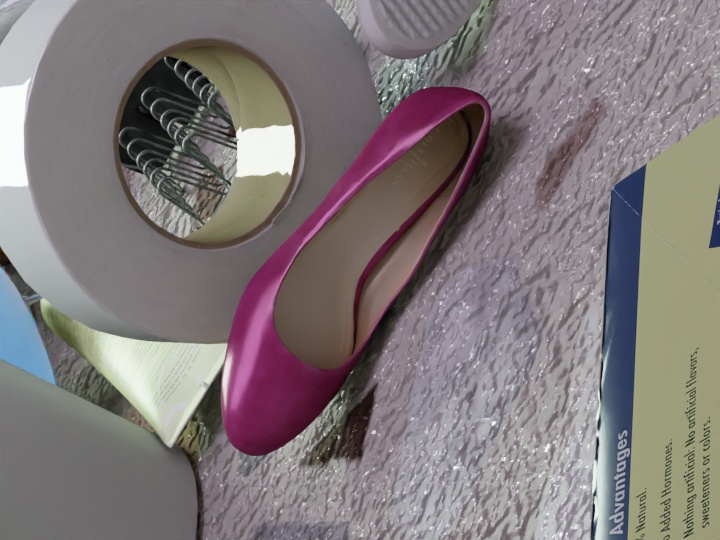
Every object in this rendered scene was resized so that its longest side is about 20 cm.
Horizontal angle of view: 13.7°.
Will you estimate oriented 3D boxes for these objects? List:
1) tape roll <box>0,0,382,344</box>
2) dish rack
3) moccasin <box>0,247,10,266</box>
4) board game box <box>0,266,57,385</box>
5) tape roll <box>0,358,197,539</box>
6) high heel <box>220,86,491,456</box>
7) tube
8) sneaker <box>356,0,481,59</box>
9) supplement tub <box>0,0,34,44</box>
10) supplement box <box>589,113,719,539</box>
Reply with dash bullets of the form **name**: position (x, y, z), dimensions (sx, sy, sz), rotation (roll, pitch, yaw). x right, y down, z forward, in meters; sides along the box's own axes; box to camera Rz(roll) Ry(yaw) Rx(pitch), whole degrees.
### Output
- **tape roll**: position (-0.090, -0.062, 1.519), dimensions (0.071, 0.202, 0.203), rotation (0, 65, 61)
- **dish rack**: position (-0.078, -0.098, 1.696), dimensions (0.154, 0.054, 0.200), rotation (-60, 26, 8)
- **moccasin**: position (-0.231, -0.104, 1.954), dimensions (0.074, 0.078, 0.202), rotation (-2, 64, 61)
- **board game box**: position (-0.218, 0.070, 1.750), dimensions (0.200, 0.039, 0.158), rotation (-1, 102, 50)
- **tape roll**: position (-0.196, 0.153, 1.574), dimensions (0.203, 0.139, 0.203), rotation (-43, 32, 36)
- **high heel**: position (0.000, 0.000, 1.446), dimensions (0.200, 0.067, 0.096), rotation (-56, 13, -16)
- **tube**: position (-0.121, 0.040, 1.656), dimensions (0.200, 0.052, 0.058), rotation (-154, 55, -62)
- **sneaker**: position (0.031, -0.181, 1.572), dimensions (0.082, 0.074, 0.200), rotation (128, 161, -55)
- **supplement tub**: position (-0.176, -0.195, 1.892), dimensions (0.123, 0.122, 0.200), rotation (-41, 33, 37)
- **supplement box**: position (0.190, 0.033, 0.984), dimensions (0.200, 0.134, 0.200), rotation (-35, 37, 43)
